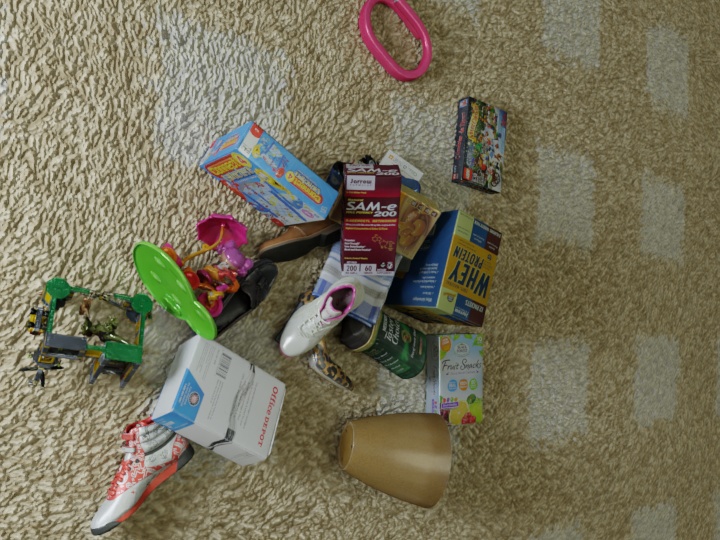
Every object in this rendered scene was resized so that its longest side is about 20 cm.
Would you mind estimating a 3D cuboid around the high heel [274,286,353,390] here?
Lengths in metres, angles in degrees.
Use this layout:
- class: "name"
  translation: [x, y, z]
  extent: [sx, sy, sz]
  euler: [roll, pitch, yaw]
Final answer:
- class: "high heel"
  translation: [-0.058, 0.136, 1.244]
  extent: [0.199, 0.071, 0.144]
  euler: [40, 74, -17]

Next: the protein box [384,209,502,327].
- class: "protein box"
  translation: [0.171, -0.001, 1.330]
  extent: [0.132, 0.197, 0.206]
  euler: [21, 78, -30]

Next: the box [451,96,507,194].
- class: "box"
  translation: [0.291, -0.302, 1.517]
  extent: [0.134, 0.037, 0.207]
  euler: [10, 83, -34]

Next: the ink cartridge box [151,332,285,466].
- class: "ink cartridge box"
  translation: [-0.240, 0.229, 1.086]
  extent: [0.199, 0.083, 0.147]
  euler: [38, 46, -28]

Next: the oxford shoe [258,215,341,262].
- class: "oxford shoe"
  translation: [-0.121, -0.072, 1.227]
  extent: [0.196, 0.072, 0.072]
  euler: [-23, 72, -31]

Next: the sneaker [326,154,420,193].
- class: "sneaker"
  translation: [0.029, -0.178, 1.258]
  extent: [0.193, 0.090, 0.080]
  euler: [5, 52, -8]

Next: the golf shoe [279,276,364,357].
- class: "golf shoe"
  translation: [-0.076, 0.084, 1.158]
  extent: [0.199, 0.092, 0.076]
  euler: [-43, 89, -1]

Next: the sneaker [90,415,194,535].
- class: "sneaker"
  translation: [-0.380, 0.324, 1.028]
  extent: [0.200, 0.066, 0.110]
  euler: [-40, 109, -32]

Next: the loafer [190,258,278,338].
- class: "loafer"
  translation: [-0.218, 0.059, 1.137]
  extent: [0.200, 0.062, 0.073]
  euler: [-44, 119, -21]

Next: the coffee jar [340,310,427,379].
- class: "coffee jar"
  translation: [0.048, 0.142, 1.304]
  extent: [0.198, 0.084, 0.107]
  euler: [32, 51, -29]

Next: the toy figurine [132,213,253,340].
- class: "toy figurine"
  translation: [-0.256, -0.013, 1.076]
  extent: [0.200, 0.151, 0.184]
  euler: [45, 53, 3]

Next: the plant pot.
- class: "plant pot"
  translation: [0.058, 0.373, 1.274]
  extent: [0.195, 0.186, 0.192]
  euler: [14, 81, -17]

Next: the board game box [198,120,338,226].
- class: "board game box"
  translation: [-0.166, -0.163, 1.106]
  extent: [0.194, 0.198, 0.057]
  euler: [37, 72, -26]

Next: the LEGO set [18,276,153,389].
- class: "LEGO set"
  translation: [-0.432, 0.107, 0.994]
  extent: [0.196, 0.116, 0.157]
  euler: [7, 56, -37]

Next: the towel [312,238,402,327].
- class: "towel"
  translation: [0.000, 0.000, 1.264]
  extent: [0.144, 0.024, 0.203]
  euler: [27, 58, -4]

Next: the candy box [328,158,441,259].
- class: "candy box"
  translation: [0.046, -0.118, 1.227]
  extent: [0.196, 0.056, 0.117]
  euler: [24, 113, -19]

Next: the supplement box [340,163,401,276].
- class: "supplement box"
  translation: [0.017, -0.093, 1.170]
  extent: [0.105, 0.061, 0.205]
  euler: [-1, 118, -5]

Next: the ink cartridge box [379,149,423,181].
- class: "ink cartridge box"
  translation: [0.048, -0.155, 1.327]
  extent: [0.093, 0.037, 0.202]
  euler: [33, 66, 1]

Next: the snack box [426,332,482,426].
- class: "snack box"
  translation: [0.218, 0.250, 1.442]
  extent: [0.139, 0.052, 0.207]
  euler: [3, 87, -35]

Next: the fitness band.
- class: "fitness band"
  translation: [0.080, -0.517, 1.381]
  extent: [0.199, 0.037, 0.146]
  euler: [42, 67, -25]
